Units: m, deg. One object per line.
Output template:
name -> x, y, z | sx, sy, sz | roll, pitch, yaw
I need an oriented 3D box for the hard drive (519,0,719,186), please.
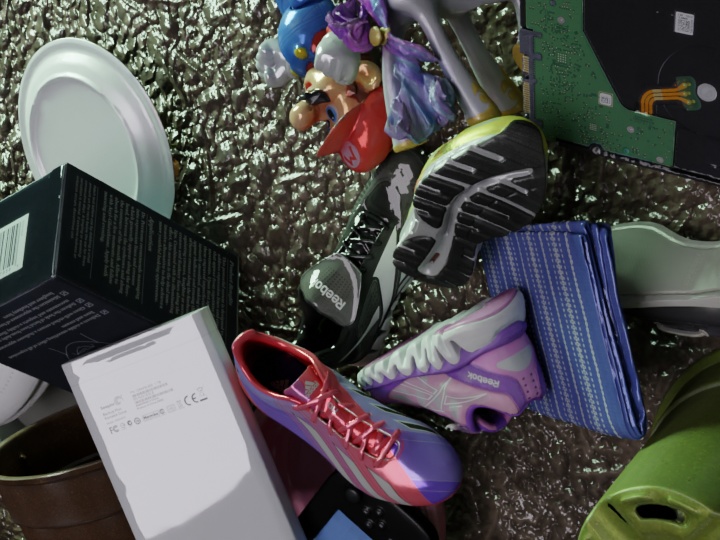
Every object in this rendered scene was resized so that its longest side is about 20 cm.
hard drive -> 0.197, -0.128, 0.933 | 0.199, 0.038, 0.141 | 16, 134, 27

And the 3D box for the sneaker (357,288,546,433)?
sneaker -> 0.069, 0.082, 1.080 | 0.089, 0.080, 0.200 | 59, 150, -2

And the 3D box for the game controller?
game controller -> -0.014, 0.235, 1.165 | 0.104, 0.042, 0.200 | 46, 131, 14

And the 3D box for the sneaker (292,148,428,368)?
sneaker -> 0.000, 0.000, 1.128 | 0.066, 0.090, 0.201 | 36, 121, 24

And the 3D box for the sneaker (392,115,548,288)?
sneaker -> 0.075, -0.066, 1.017 | 0.078, 0.091, 0.200 | 23, 153, -10

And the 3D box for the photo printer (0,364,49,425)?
photo printer -> -0.363, 0.043, 1.390 | 0.166, 0.069, 0.201 | -42, 75, 38

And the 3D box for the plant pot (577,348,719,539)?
plant pot -> 0.231, 0.163, 0.926 | 0.199, 0.189, 0.202 | 11, 108, 36

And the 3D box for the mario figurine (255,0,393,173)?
mario figurine -> -0.043, -0.160, 1.102 | 0.106, 0.123, 0.201 | -33, 75, 18

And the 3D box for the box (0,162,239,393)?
box -> -0.219, 0.021, 1.214 | 0.148, 0.200, 0.108 | -23, 53, 33

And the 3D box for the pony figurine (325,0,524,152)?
pony figurine -> 0.033, -0.189, 0.992 | 0.166, 0.192, 0.202 | -13, 96, 56

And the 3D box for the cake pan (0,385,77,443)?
cake pan -> -0.322, 0.089, 1.439 | 0.199, 0.037, 0.202 | 11, 109, 36

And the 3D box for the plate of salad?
plate of salad -> -0.230, -0.110, 1.308 | 0.199, 0.048, 0.202 | 20, 124, 33

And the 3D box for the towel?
towel -> 0.137, 0.035, 1.010 | 0.200, 0.024, 0.146 | -174, 69, -75

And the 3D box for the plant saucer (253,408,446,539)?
plant saucer -> -0.008, 0.180, 1.199 | 0.199, 0.051, 0.202 | 16, 117, 33

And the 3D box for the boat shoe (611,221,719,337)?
boat shoe -> 0.218, 0.011, 0.978 | 0.199, 0.074, 0.060 | 0, 140, 45

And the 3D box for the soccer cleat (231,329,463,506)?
soccer cleat -> -0.015, 0.108, 1.084 | 0.199, 0.077, 0.067 | 31, 77, 27

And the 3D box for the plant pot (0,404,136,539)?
plant pot -> -0.207, 0.230, 1.297 | 0.199, 0.200, 0.200 | -5, 106, 39

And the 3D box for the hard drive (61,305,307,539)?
hard drive -> -0.138, 0.143, 1.153 | 0.131, 0.027, 0.201 | -21, 95, 20
